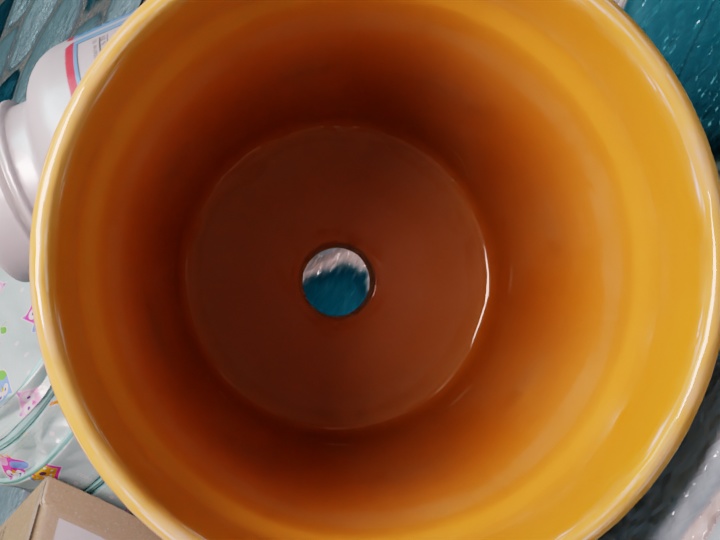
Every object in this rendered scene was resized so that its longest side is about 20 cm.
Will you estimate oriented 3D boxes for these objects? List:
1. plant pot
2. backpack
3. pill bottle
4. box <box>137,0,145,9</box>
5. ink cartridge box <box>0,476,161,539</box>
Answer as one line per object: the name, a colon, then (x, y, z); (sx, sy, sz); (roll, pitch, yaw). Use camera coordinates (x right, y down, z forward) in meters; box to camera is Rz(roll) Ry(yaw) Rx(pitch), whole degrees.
plant pot: (0.000, 0.000, 0.651); (0.200, 0.200, 0.183); (-64, 3, -4)
backpack: (-0.131, 0.027, 1.010); (0.167, 0.127, 0.200); (-33, 38, 49)
pill bottle: (-0.078, -0.068, 0.897); (0.200, 0.109, 0.109); (-22, 31, 10)
box: (-0.029, -0.190, 1.055); (0.060, 0.117, 0.200); (-19, 48, 66)
ink cartridge box: (-0.172, 0.224, 0.928); (0.165, 0.075, 0.200); (-44, 26, 39)
